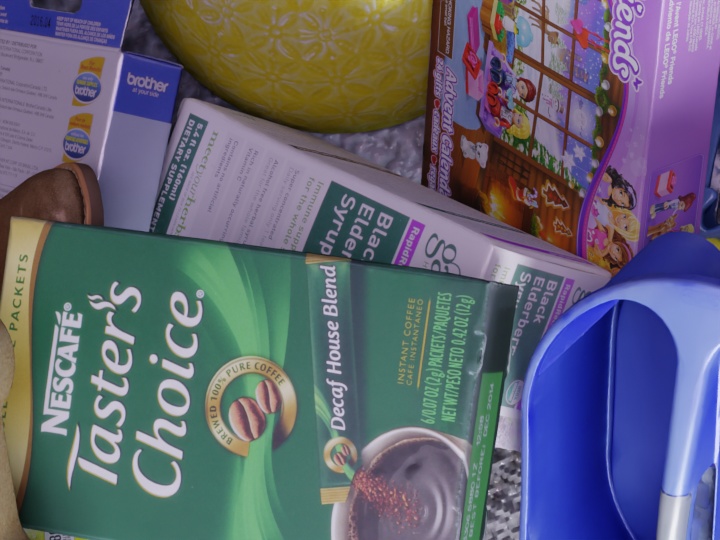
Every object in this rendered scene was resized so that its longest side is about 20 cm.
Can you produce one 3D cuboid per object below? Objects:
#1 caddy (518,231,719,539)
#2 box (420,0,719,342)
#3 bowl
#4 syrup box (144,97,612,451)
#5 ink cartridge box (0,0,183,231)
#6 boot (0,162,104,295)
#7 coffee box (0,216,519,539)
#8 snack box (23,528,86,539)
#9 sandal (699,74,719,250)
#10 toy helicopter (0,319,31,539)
[{"bbox_3d":[0.133,0.083,1.008,0.140,0.105,0.201,12,120,23],"label":"caddy"},{"bbox_3d":[0.083,-0.090,1.068,0.137,0.039,0.201,35,133,42],"label":"box"},{"bbox_3d":[-0.018,-0.162,1.138,0.198,0.108,0.202,0,89,10],"label":"bowl"},{"bbox_3d":[0.000,0.000,1.096,0.199,0.081,0.079,27,99,45],"label":"syrup box"},{"bbox_3d":[-0.135,-0.032,1.158,0.119,0.042,0.202,14,94,51],"label":"ink cartridge box"},{"bbox_3d":[-0.179,0.020,1.113,0.200,0.075,0.074,-41,49,36],"label":"boot"},{"bbox_3d":[-0.046,0.051,1.007,0.199,0.044,0.124,9,90,20],"label":"coffee box"},{"bbox_3d":[-0.164,0.205,1.082,0.167,0.068,0.202,-9,77,17],"label":"snack box"},{"bbox_3d":[0.167,-0.051,1.124,0.200,0.079,0.087,-39,80,6],"label":"sandal"},{"bbox_3d":[-0.150,0.108,0.996,0.131,0.079,0.202,1,103,31],"label":"toy helicopter"}]
